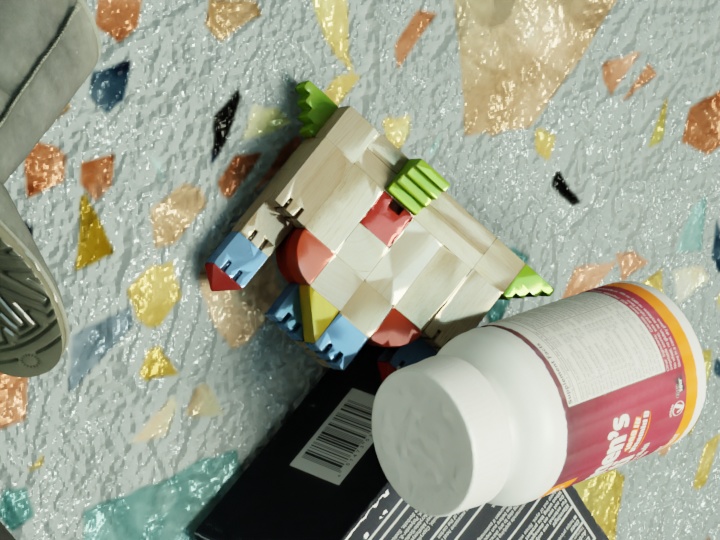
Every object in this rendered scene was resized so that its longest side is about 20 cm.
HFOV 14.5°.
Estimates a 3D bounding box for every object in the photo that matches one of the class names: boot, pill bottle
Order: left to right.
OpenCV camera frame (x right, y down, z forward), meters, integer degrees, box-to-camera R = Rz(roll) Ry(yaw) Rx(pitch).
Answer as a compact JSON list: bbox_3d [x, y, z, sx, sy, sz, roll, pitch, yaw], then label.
[{"bbox_3d":[-0.187,-0.065,1.528,0.183,0.072,0.200,62,25,-23],"label":"boot"},{"bbox_3d":[0.109,0.080,1.725,0.199,0.109,0.110,-17,115,-40],"label":"pill bottle"}]

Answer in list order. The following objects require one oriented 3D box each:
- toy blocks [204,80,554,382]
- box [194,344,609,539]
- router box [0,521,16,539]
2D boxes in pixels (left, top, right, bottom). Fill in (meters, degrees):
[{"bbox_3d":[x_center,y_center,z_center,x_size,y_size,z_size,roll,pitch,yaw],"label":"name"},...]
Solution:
[{"bbox_3d":[0.000,0.000,1.752,0.200,0.100,0.137,41,80,-13],"label":"toy blocks"},{"bbox_3d":[0.029,0.174,1.838,0.200,0.123,0.199,-49,129,-21],"label":"box"},{"bbox_3d":[-0.233,0.250,1.671,0.157,0.052,0.200,-48,131,-19],"label":"router box"}]
